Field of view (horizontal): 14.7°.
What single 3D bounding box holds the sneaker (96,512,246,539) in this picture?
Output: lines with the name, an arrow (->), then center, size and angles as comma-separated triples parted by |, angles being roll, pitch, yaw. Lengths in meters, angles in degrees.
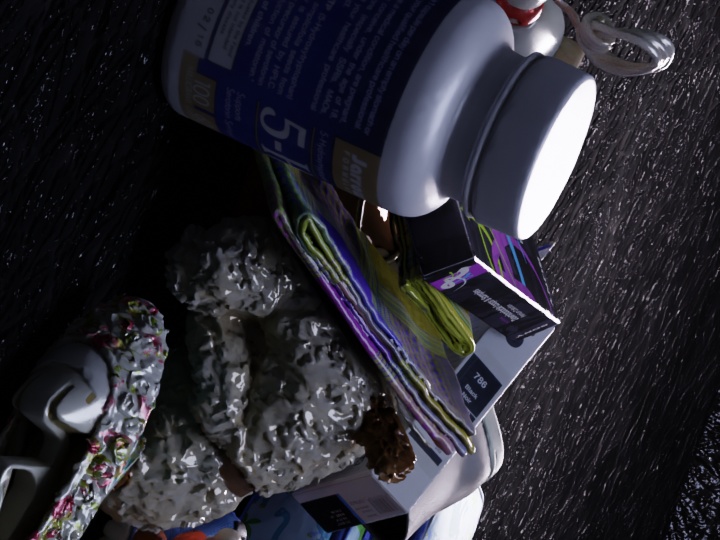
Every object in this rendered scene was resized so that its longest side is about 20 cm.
sneaker -> -0.133, 0.215, 1.631 | 0.201, 0.089, 0.079 | -61, 165, -6

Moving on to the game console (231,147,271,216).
game console -> -0.029, -0.057, 1.673 | 0.177, 0.031, 0.201 | -41, 152, -57

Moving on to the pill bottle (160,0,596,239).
pill bottle -> 0.011, -0.096, 1.414 | 0.120, 0.199, 0.120 | -56, 163, -28

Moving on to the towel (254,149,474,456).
towel -> 0.000, -0.001, 1.528 | 0.200, 0.023, 0.144 | 55, 11, -33

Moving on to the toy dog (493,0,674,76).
toy dog -> 0.100, -0.165, 1.590 | 0.200, 0.131, 0.097 | -22, -138, 63

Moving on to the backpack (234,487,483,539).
backpack -> -0.012, 0.182, 1.887 | 0.201, 0.146, 0.183 | -58, 162, -14

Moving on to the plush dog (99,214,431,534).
plush dog -> -0.072, 0.085, 1.542 | 0.171, 0.161, 0.200 | -31, 156, 8

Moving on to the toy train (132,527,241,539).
toy train -> -0.152, 0.186, 1.524 | 0.150, 0.056, 0.200 | -44, 171, 14

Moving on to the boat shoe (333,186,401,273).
boat shoe -> 0.000, 0.000, 1.670 | 0.076, 0.074, 0.201 | -52, 162, -49

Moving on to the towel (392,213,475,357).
towel -> 0.028, -0.051, 1.573 | 0.086, 0.018, 0.201 | 55, 19, -51

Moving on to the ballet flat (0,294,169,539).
ballet flat -> -0.158, 0.096, 1.397 | 0.201, 0.075, 0.064 | -65, 150, -13

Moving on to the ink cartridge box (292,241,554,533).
ink cartridge box -> 0.049, 0.070, 1.669 | 0.200, 0.039, 0.099 | -50, -166, -28

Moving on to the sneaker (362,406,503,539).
sneaker -> 0.020, 0.067, 1.747 | 0.106, 0.075, 0.201 | -39, 112, -45

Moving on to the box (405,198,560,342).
box -> 0.055, -0.047, 1.562 | 0.200, 0.036, 0.144 | 36, 36, -71
